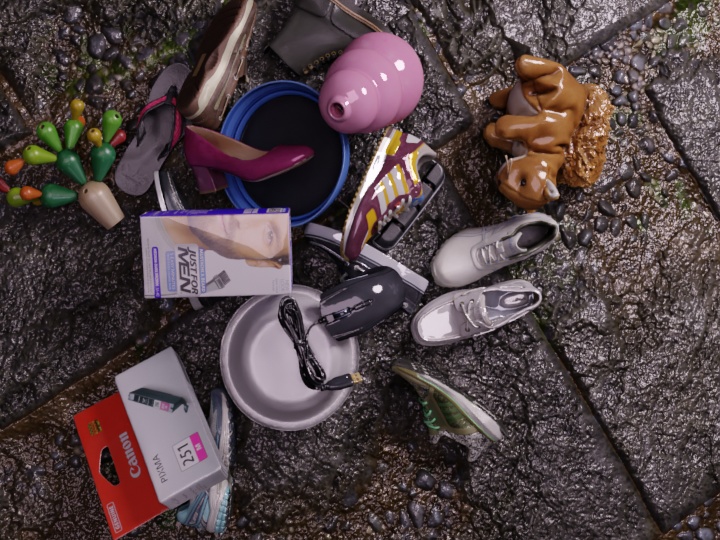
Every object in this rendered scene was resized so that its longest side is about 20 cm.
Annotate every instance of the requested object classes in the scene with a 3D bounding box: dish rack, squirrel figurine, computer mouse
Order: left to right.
[{"bbox_3d":[-0.005,0.079,1.151,0.197,0.046,0.143,-18,92,-28],"label":"computer mouse"},{"bbox_3d":[0.014,-0.147,1.246,0.199,0.055,0.154,39,83,-2],"label":"dish rack"},{"bbox_3d":[0.275,-0.177,1.223,0.196,0.141,0.191,8,76,-16],"label":"squirrel figurine"}]

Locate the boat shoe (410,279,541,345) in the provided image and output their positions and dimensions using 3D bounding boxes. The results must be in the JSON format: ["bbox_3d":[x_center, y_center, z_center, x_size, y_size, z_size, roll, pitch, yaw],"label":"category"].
[{"bbox_3d":[0.169,0.058,1.247,0.197,0.069,0.072,-20,92,-6],"label":"boat shoe"}]

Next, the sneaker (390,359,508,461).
[{"bbox_3d":[0.116,0.207,1.240,0.199,0.077,0.089,36,94,-2],"label":"sneaker"}]

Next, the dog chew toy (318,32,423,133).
[{"bbox_3d":[0.008,-0.238,1.128,0.122,0.200,0.127,10,120,19],"label":"dog chew toy"}]

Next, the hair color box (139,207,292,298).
[{"bbox_3d":[-0.190,-0.024,1.146,0.196,0.065,0.112,-2,100,-4],"label":"hair color box"}]

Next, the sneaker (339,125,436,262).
[{"bbox_3d":[0.038,-0.096,1.174,0.089,0.075,0.203,23,79,0],"label":"sneaker"}]

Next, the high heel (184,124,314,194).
[{"bbox_3d":[-0.157,-0.168,1.159,0.197,0.067,0.098,-11,101,24],"label":"high heel"}]

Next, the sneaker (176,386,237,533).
[{"bbox_3d":[-0.219,0.264,1.197,0.084,0.078,0.204,4,88,-3],"label":"sneaker"}]

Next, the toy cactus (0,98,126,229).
[{"bbox_3d":[-0.394,-0.131,1.190,0.199,0.102,0.166,-38,106,-6],"label":"toy cactus"}]

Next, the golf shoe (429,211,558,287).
[{"bbox_3d":[0.195,-0.035,1.240,0.197,0.097,0.079,-25,92,-5],"label":"golf shoe"}]

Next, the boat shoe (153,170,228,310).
[{"bbox_3d":[-0.238,-0.048,1.208,0.059,0.076,0.204,-18,102,-6],"label":"boat shoe"}]

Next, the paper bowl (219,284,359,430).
[{"bbox_3d":[-0.098,0.121,1.200,0.196,0.104,0.205,0,89,-7],"label":"paper bowl"}]

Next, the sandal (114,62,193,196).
[{"bbox_3d":[-0.286,-0.200,1.217,0.074,0.045,0.203,26,86,-4],"label":"sandal"}]

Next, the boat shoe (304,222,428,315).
[{"bbox_3d":[0.000,0.000,1.234,0.198,0.072,0.069,29,84,-12],"label":"boat shoe"}]

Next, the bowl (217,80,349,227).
[{"bbox_3d":[-0.106,-0.161,1.201,0.197,0.039,0.205,1,93,21],"label":"bowl"}]

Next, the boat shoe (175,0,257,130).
[{"bbox_3d":[-0.193,-0.294,1.228,0.075,0.074,0.205,36,74,-41],"label":"boat shoe"}]

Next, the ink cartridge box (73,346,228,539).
[{"bbox_3d":[-0.294,0.230,1.161,0.171,0.044,0.202,-28,61,-6],"label":"ink cartridge box"}]

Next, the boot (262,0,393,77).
[{"bbox_3d":[-0.029,-0.313,1.244,0.199,0.077,0.139,39,94,3],"label":"boot"}]
